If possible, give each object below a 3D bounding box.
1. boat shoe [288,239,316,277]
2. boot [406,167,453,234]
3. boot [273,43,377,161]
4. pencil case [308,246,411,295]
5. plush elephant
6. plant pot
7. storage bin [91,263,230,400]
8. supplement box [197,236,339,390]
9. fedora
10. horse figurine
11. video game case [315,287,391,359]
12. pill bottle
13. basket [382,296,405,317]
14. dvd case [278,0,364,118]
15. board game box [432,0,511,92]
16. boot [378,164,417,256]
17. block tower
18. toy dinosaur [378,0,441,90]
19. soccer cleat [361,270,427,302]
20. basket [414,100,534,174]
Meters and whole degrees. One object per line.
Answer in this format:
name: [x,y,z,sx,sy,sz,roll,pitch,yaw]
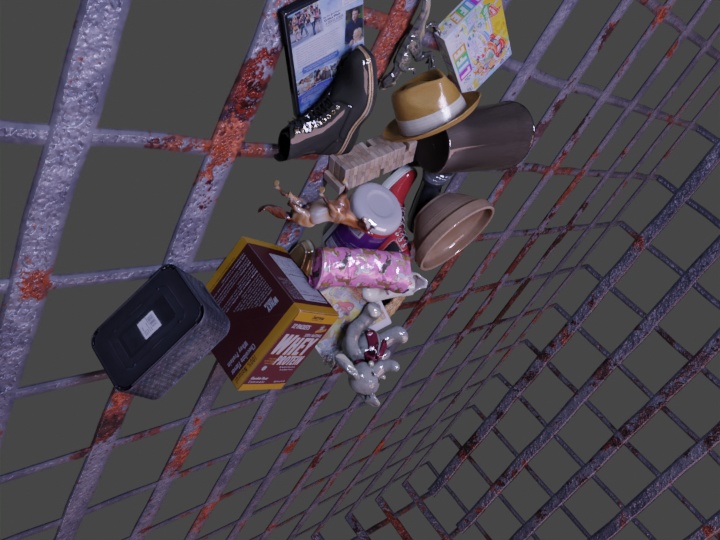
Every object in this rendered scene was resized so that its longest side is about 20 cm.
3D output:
boat shoe: [-0.154,0.020,1.335,0.075,0.072,0.202,-2,133,-37]
boot: [0.143,-0.163,1.422,0.166,0.065,0.201,-61,176,-50]
boot: [-0.057,-0.254,1.026,0.137,0.078,0.202,-18,145,-33]
pencil case: [0.000,0.000,1.251,0.197,0.083,0.088,5,93,-21]
plush elephant: [0.017,0.197,1.406,0.198,0.156,0.165,-32,136,5]
plant pot: [0.180,-0.099,1.370,0.199,0.093,0.201,-33,163,-11]
storage bin: [-0.343,0.107,1.113,0.200,0.135,0.094,-43,154,1]
supplement box: [-0.187,0.084,1.227,0.198,0.200,0.132,-50,152,14]
fedora: [0.117,-0.305,1.162,0.199,0.200,0.083,-35,116,-15]
horse figurine: [-0.081,-0.115,1.174,0.196,0.051,0.133,-3,152,15]
video game case: [-0.040,0.095,1.414,0.180,0.023,0.201,-28,136,0]
pill bottle: [-0.008,-0.080,1.306,0.111,0.114,0.200,-20,164,-38]
basket: [0.011,0.045,1.510,0.199,0.143,0.150,-38,154,-10]
dvd case: [-0.054,-0.341,0.999,0.142,0.018,0.201,-34,153,-18]
board game box: [0.217,-0.431,1.227,0.134,0.034,0.200,-44,154,2]
boot: [0.087,-0.112,1.388,0.072,0.144,0.201,5,126,-55]
block tower: [0.024,-0.217,1.248,0.198,0.054,0.058,-29,150,-28]
toy dinosaur: [0.099,-0.392,1.111,0.087,0.048,0.202,-8,134,-40]
soccer cleat: [0.073,0.027,1.373,0.199,0.077,0.071,-13,111,-56]
basket: [0.216,-0.261,1.300,0.197,0.138,0.180,-13,180,-31]
